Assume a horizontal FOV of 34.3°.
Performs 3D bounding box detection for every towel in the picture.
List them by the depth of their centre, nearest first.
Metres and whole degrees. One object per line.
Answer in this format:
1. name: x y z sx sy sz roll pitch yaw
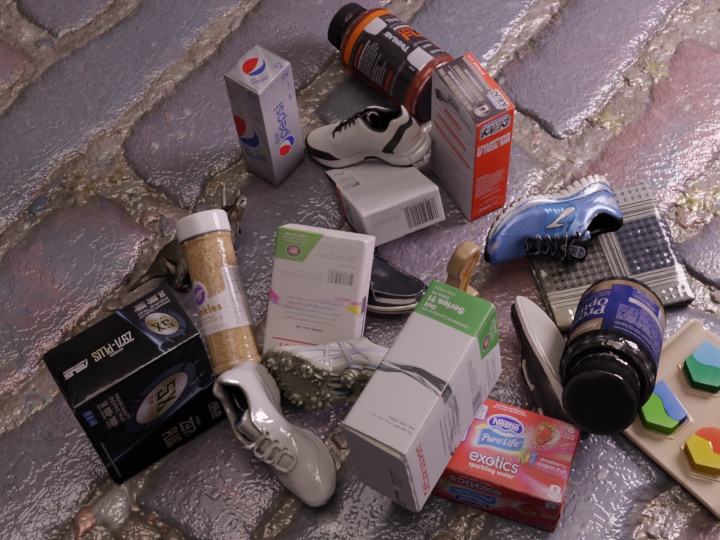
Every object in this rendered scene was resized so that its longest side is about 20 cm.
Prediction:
1. towel: 0.317 -0.018 1.530 0.197 0.035 0.195 -11 60 -6

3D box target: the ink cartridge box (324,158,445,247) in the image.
1. ink cartridge box: 0.029 -0.102 1.572 0.108 0.051 0.200 -21 25 -9

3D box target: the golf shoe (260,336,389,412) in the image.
1. golf shoe: -0.024 0.117 1.387 0.198 0.079 0.097 9 34 34

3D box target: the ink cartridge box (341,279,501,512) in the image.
1. ink cartridge box: 0.070 0.137 1.260 0.082 0.147 0.201 22 62 23

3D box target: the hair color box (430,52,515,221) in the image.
1. hair color box: 0.144 -0.172 1.534 0.063 0.201 0.111 -26 59 -13

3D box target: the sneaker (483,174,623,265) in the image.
1. sneaker: 0.249 -0.051 1.486 0.198 0.079 0.090 -23 59 -12

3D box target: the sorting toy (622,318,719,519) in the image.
1. sorting toy: 0.417 0.169 1.395 0.184 0.037 0.200 -37 63 -18

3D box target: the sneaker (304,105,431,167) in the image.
1. sneaker: 0.002 -0.192 1.601 0.198 0.080 0.074 0 52 35

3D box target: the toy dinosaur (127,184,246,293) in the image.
1. toy dinosaur: -0.219 -0.016 1.547 0.199 0.077 0.102 -33 49 -10

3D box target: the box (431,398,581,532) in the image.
1. box: 0.146 0.214 1.349 0.198 0.096 0.101 15 60 13

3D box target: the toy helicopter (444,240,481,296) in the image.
1. toy helicopter: 0.100 0.047 1.397 0.079 0.201 0.132 37 49 24

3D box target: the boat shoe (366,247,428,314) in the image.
1. boat shoe: 0.000 0.000 1.510 0.198 0.063 0.075 22 42 17

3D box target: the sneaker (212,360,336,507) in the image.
1. sneaker: -0.107 0.197 1.362 0.075 0.087 0.200 -46 75 18

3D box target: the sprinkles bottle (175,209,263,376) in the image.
1. sprinkles bottle: -0.177 0.028 1.461 0.067 0.068 0.203 -15 84 -6

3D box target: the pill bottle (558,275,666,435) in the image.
1. pill bottle: 0.293 0.100 1.360 0.110 0.113 0.200 14 31 13

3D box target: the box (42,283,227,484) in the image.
1. box: -0.257 0.137 1.364 0.163 0.201 0.086 -31 59 -16

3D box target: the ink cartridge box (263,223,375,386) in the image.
1. ink cartridge box: -0.053 0.051 1.452 0.116 0.067 0.203 9 97 10

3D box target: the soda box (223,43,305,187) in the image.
1. soda box: -0.127 -0.205 1.573 0.063 0.201 0.068 32 65 21

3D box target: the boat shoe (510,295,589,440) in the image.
1. boat shoe: 0.225 0.123 1.424 0.073 0.060 0.201 9 45 -44

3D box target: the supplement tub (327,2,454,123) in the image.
1. supplement tub: 0.043 -0.307 1.683 0.107 0.107 0.200 -40 64 -20
